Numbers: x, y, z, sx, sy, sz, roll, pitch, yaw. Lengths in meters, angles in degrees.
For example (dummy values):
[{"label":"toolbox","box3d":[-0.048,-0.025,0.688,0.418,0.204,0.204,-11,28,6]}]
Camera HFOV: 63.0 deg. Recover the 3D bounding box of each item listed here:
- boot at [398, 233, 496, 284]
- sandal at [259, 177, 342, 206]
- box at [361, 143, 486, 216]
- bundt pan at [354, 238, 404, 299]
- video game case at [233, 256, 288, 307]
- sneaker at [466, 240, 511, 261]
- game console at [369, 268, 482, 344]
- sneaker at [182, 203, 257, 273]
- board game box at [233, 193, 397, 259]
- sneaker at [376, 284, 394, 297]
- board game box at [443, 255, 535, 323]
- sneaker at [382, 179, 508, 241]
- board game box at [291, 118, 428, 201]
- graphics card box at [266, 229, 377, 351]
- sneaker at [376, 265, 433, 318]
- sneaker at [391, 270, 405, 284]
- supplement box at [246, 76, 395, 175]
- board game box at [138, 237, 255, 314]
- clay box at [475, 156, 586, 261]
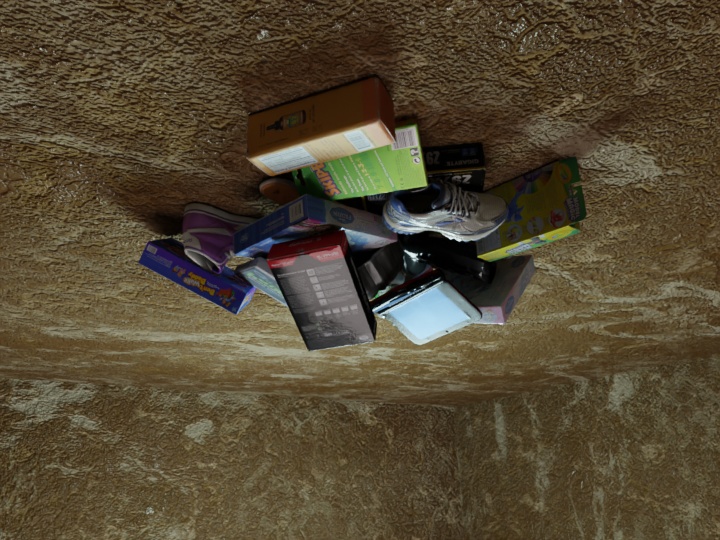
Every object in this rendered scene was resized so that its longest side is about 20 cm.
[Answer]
[{"label":"boot","box3d":[0.174,-0.017,1.164,0.197,0.067,0.165,12,166,26]},{"label":"sandal","box3d":[-0.096,-0.097,1.030,0.078,0.060,0.205,-19,154,38]},{"label":"box","box3d":[0.100,-0.137,0.961,0.196,0.050,0.160,-4,157,5]},{"label":"bundt pan","box3d":[0.000,0.000,1.094,0.200,0.202,0.076,-21,113,40]},{"label":"video game case","box3d":[-0.126,0.043,1.070,0.199,0.024,0.181,34,163,-18]},{"label":"sneaker","box3d":[0.259,-0.077,1.093,0.110,0.079,0.200,9,152,-13]},{"label":"game console","box3d":[0.091,0.090,1.091,0.171,0.120,0.199,-21,172,-41]},{"label":"sneaker","box3d":[-0.237,-0.042,1.090,0.198,0.116,0.072,12,154,-36]},{"label":"board game box","box3d":[-0.075,-0.056,0.981,0.197,0.044,0.198,9,160,-44]},{"label":"sneaker","box3d":[0.047,0.018,1.350,0.084,0.079,0.200,-4,169,-13]},{"label":"board game box","box3d":[0.229,0.035,1.195,0.197,0.044,0.200,-2,-152,37]},{"label":"sneaker","box3d":[0.133,-0.096,0.900,0.196,0.078,0.085,-2,156,0]},{"label":"board game box","box3d":[-0.005,-0.156,0.863,0.197,0.030,0.097,-8,122,12]},{"label":"graphics card box","box3d":[-0.057,0.037,0.944,0.123,0.051,0.202,-11,124,14]},{"label":"sneaker","box3d":[0.114,0.057,1.282,0.200,0.083,0.077,-39,-170,-37]},{"label":"sneaker","box3d":[-0.005,0.004,1.218,0.197,0.089,0.075,14,176,-3]},{"label":"supplement box","box3d":[-0.055,-0.188,0.786,0.197,0.068,0.069,-9,161,20]},{"label":"board game box","box3d":[-0.300,0.007,1.114,0.198,0.045,0.134,28,-175,-3]},{"label":"clay box","box3d":[0.283,-0.099,0.981,0.198,0.117,0.047,-20,154,41]}]
